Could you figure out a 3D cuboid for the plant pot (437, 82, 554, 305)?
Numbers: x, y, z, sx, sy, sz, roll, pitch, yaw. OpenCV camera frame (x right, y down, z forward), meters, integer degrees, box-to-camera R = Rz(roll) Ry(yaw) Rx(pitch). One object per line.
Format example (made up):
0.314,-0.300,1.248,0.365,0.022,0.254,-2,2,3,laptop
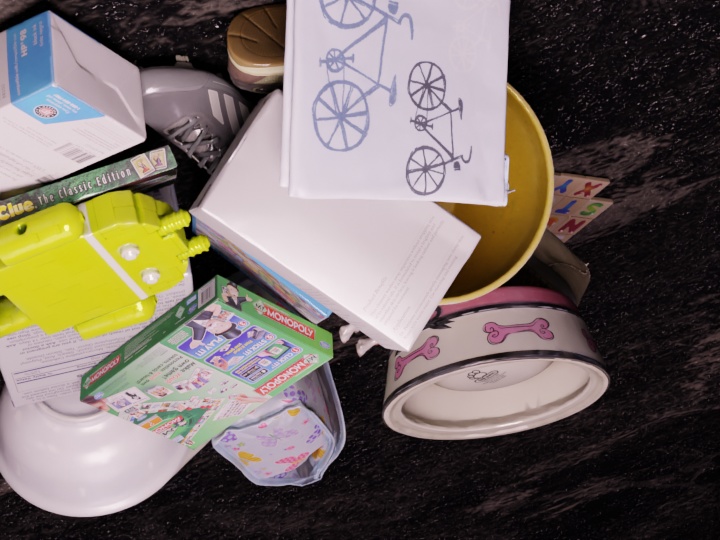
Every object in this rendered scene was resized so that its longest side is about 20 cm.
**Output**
0.048,-0.071,1.498,0.198,0.202,0.142,-10,180,-11,plant pot

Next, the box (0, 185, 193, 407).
-0.242,0.022,1.589,0.182,0.106,0.201,-11,154,-8,box

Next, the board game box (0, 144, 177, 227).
-0.242,-0.053,1.404,0.198,0.024,0.105,-19,-179,-9,board game box

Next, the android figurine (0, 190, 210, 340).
-0.219,-0.002,1.408,0.198,0.041,0.182,-19,151,6,android figurine

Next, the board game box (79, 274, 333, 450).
-0.139,0.087,1.584,0.134,0.029,0.199,28,133,-35,board game box

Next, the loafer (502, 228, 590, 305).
0.130,-0.031,1.617,0.069,0.200,0.075,-32,160,-38,loafer

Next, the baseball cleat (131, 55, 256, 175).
-0.108,-0.098,1.419,0.069,0.107,0.199,-27,151,35,baseball cleat

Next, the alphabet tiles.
0.154,-0.044,1.791,0.165,0.006,0.200,4,148,-36,alphabet tiles

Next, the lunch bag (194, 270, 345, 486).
-0.092,0.111,1.780,0.126,0.171,0.200,-21,152,4,lunch bag

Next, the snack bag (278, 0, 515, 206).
0.031,-0.146,1.327,0.198,0.191,0.021,1,180,-30,snack bag

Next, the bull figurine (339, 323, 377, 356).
0.041,0.041,1.829,0.120,0.066,0.200,-23,153,9,bull figurine

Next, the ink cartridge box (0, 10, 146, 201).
-0.276,-0.111,1.335,0.198,0.067,0.116,-20,155,23,ink cartridge box

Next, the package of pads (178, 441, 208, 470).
-0.246,0.172,1.937,0.153,0.069,0.200,4,149,-32,package of pads

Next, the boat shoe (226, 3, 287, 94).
-0.008,-0.171,1.379,0.198,0.074,0.065,1,157,-10,boat shoe

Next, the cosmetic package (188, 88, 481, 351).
-0.021,-0.037,1.370,0.113,0.199,0.081,-55,-172,-8,cosmetic package

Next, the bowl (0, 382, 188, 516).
-0.262,0.126,1.700,0.199,0.202,0.091,-11,144,-8,bowl

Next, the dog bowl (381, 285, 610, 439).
0.112,0.079,1.527,0.198,0.075,0.200,-7,157,-3,dog bowl

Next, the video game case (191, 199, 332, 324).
-0.086,-0.005,1.529,0.018,0.143,0.200,-52,-178,-6,video game case
